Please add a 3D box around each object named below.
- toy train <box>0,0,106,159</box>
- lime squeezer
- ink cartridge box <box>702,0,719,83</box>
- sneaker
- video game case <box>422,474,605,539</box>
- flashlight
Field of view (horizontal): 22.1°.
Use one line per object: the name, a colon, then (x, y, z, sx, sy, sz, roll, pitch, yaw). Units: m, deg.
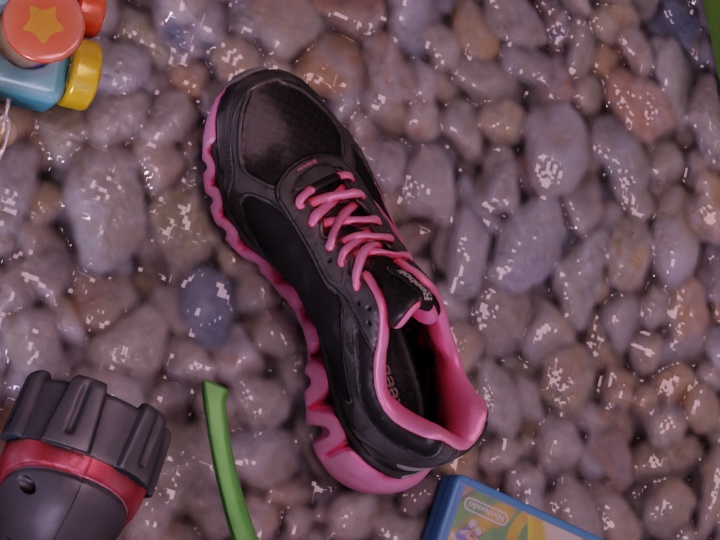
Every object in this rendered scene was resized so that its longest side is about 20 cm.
toy train: (-0.189, -0.088, 0.738, 0.200, 0.056, 0.150, -45, 104, -25)
lime squeezer: (-0.069, 0.148, 0.746, 0.070, 0.038, 0.201, 29, 71, -18)
ink cartridge box: (0.281, -0.157, 0.979, 0.199, 0.076, 0.149, -10, 88, -27)
sneaker: (0.000, 0.000, 0.803, 0.079, 0.095, 0.201, -26, 94, -26)
video game case: (0.069, 0.214, 0.851, 0.143, 0.018, 0.201, 26, 72, -23)
flashlight: (-0.136, 0.142, 0.723, 0.068, 0.068, 0.201, 48, 54, -51)
